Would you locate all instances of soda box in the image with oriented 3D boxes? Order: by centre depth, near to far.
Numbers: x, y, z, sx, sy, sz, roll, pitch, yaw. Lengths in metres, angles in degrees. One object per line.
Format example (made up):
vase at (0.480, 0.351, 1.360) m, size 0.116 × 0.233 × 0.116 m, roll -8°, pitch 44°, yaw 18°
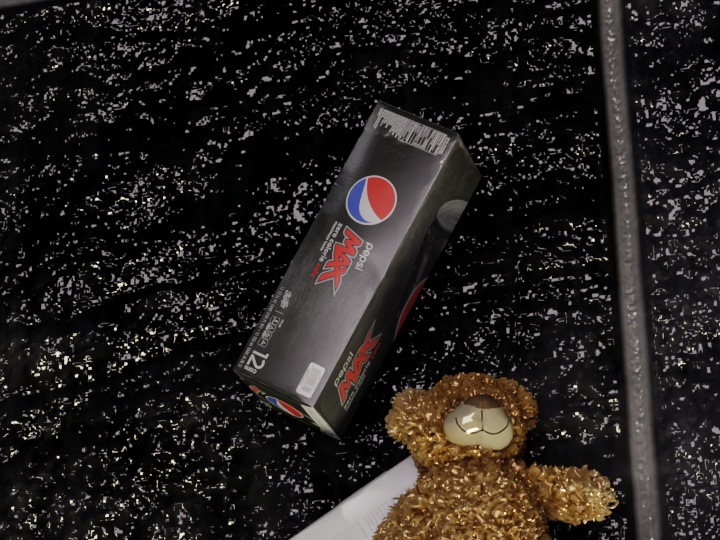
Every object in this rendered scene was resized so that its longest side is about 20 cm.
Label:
soda box at (0.000, 0.000, 1.494) m, size 0.063 × 0.071 × 0.201 m, roll 23°, pitch 77°, yaw 24°

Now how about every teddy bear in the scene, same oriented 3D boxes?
teddy bear at (0.073, 0.150, 1.363) m, size 0.144 × 0.067 × 0.202 m, roll 6°, pitch 70°, yaw 14°

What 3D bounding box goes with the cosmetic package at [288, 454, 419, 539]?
cosmetic package at (0.056, 0.214, 1.406) m, size 0.150 × 0.052 × 0.201 m, roll -35°, pitch 64°, yaw 2°
